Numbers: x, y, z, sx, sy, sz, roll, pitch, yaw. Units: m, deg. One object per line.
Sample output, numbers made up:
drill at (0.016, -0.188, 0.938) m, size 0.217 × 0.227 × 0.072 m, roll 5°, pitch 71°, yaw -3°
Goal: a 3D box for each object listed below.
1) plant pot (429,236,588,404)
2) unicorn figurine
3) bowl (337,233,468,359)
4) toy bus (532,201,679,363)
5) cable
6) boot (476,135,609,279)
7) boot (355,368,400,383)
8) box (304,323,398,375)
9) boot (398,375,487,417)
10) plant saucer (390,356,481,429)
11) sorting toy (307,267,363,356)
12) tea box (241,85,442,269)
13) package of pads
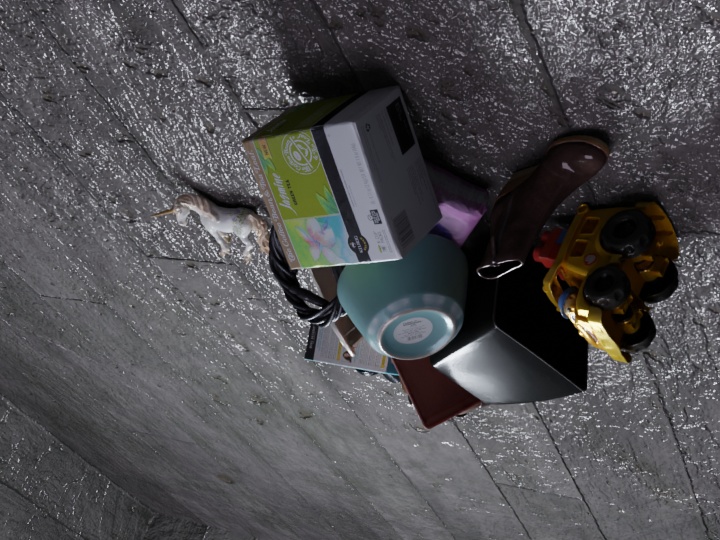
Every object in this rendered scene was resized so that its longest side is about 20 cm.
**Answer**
plant pot at (0.217, 0.089, 1.662) m, size 0.199 × 0.201 × 0.177 m, roll 35°, pitch 135°, yaw -24°
unicorn figurine at (-0.244, -0.080, 1.904) m, size 0.198 × 0.074 × 0.138 m, roll -4°, pitch 136°, yaw 18°
bowl at (0.072, 0.053, 1.566) m, size 0.198 × 0.106 × 0.202 m, roll -8°, pitch 139°, yaw -7°
toy bus at (0.318, 0.008, 1.497) m, size 0.191 × 0.201 × 0.136 m, roll 9°, pitch 151°, yaw 40°
cable at (-0.076, -0.015, 1.701) m, size 0.163 × 0.051 × 0.201 m, roll -30°, pitch 88°, yaw 43°
boot at (0.238, -0.077, 1.423) m, size 0.072 × 0.168 × 0.200 m, roll 32°, pitch 152°, yaw -19°
boot at (0.041, 0.157, 2.012) m, size 0.076 × 0.201 × 0.168 m, roll -39°, pitch 126°, yaw 9°
box at (-0.008, 0.129, 1.887) m, size 0.199 × 0.083 × 0.049 m, roll 6°, pitch 174°, yaw 44°
boot at (0.145, 0.180, 1.860) m, size 0.144 × 0.201 × 0.071 m, roll -2°, pitch 122°, yaw -8°
plant saucer at (0.134, 0.130, 1.762) m, size 0.202 × 0.198 × 0.037 m, roll 64°, pitch 153°, yaw 6°
sorting toy at (0.000, 0.000, 1.777) m, size 0.181 × 0.200 × 0.107 m, roll 53°, pitch 173°, yaw -26°
tea box at (-0.023, -0.124, 1.487) m, size 0.195 × 0.134 × 0.202 m, roll -5°, pitch 115°, yaw 37°
package of pads at (0.092, -0.061, 1.602) m, size 0.120 × 0.076 × 0.201 m, roll 27°, pitch 130°, yaw -6°
